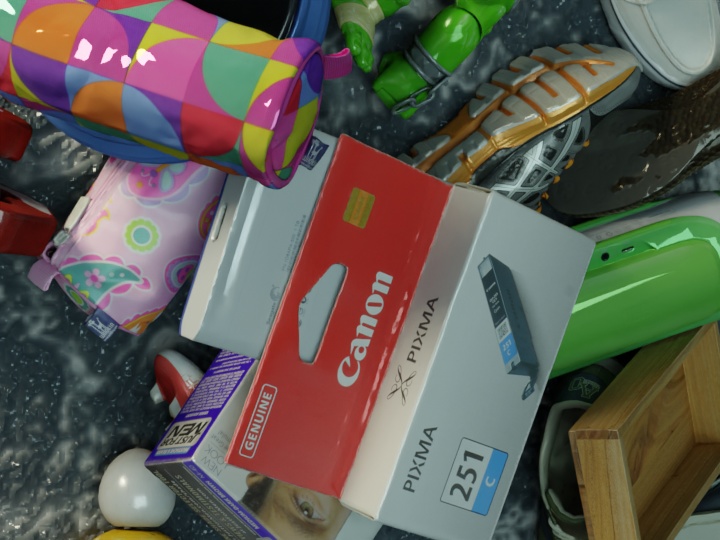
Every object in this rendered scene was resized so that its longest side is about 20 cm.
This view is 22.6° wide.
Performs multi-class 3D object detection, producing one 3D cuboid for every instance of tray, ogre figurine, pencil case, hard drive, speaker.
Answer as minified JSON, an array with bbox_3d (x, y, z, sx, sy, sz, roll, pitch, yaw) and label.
[{"bbox_3d":[0.190,0.108,1.151,0.037,0.200,0.100,-3,107,30],"label":"tray"},{"bbox_3d":[0.025,-0.206,1.085,0.119,0.098,0.202,-26,87,9],"label":"ogre figurine"},{"bbox_3d":[-0.112,-0.057,1.079,0.087,0.087,0.201,37,90,-19],"label":"pencil case"},{"bbox_3d":[0.000,0.000,1.050,0.199,0.025,0.133,19,88,-35],"label":"hard drive"},{"bbox_3d":[-0.110,-0.108,0.957,0.198,0.088,0.089,19,97,13],"label":"pencil case"},{"bbox_3d":[0.161,0.012,1.167,0.198,0.088,0.089,-18,105,-11],"label":"speaker"}]

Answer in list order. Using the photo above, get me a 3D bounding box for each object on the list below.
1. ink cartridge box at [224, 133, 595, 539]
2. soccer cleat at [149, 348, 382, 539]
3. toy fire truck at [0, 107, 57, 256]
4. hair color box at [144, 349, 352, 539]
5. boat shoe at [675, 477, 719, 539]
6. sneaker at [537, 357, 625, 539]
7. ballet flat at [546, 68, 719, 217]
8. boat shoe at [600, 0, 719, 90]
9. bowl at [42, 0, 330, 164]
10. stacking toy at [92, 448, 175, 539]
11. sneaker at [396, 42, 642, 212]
[{"bbox_3d":[0.033,0.046,1.039,0.175,0.045,0.202,22,87,-36],"label":"ink cartridge box"},{"bbox_3d":[-0.057,0.114,1.143,0.085,0.069,0.201,-42,112,-13],"label":"soccer cleat"},{"bbox_3d":[-0.262,-0.055,0.995,0.199,0.168,0.113,26,94,-18],"label":"toy fire truck"},{"bbox_3d":[-0.030,0.072,1.093,0.109,0.065,0.201,45,61,-22],"label":"hair color box"},{"bbox_3d":[0.263,0.164,1.219,0.075,0.062,0.200,45,117,-5],"label":"boat shoe"},{"bbox_3d":[0.143,0.161,1.181,0.066,0.090,0.203,4,99,17],"label":"sneaker"},{"bbox_3d":[0.210,-0.091,1.160,0.199,0.046,0.068,-30,73,11],"label":"ballet flat"},{"bbox_3d":[0.188,-0.205,1.139,0.071,0.066,0.202,-23,107,-10],"label":"boat shoe"},{"bbox_3d":[-0.117,-0.163,1.031,0.198,0.039,0.203,-1,85,9],"label":"bowl"},{"bbox_3d":[-0.145,0.213,1.124,0.144,0.146,0.203,2,82,-15],"label":"stacking toy"},{"bbox_3d":[0.097,-0.072,1.145,0.199,0.078,0.078,-35,121,-2],"label":"sneaker"}]
